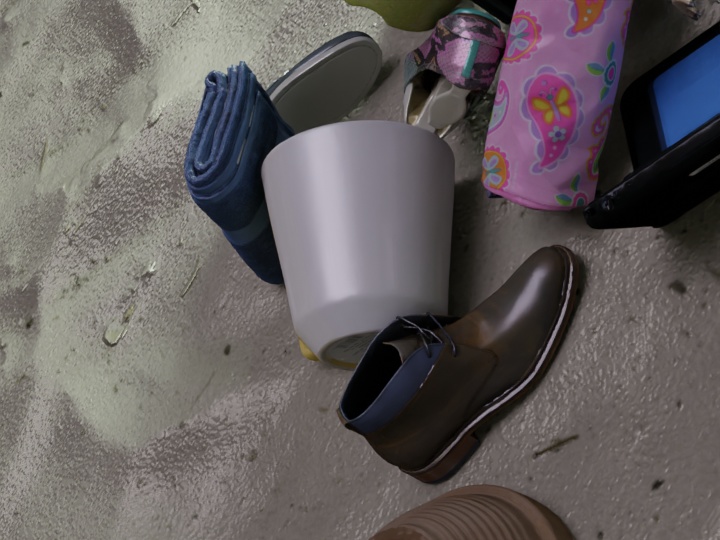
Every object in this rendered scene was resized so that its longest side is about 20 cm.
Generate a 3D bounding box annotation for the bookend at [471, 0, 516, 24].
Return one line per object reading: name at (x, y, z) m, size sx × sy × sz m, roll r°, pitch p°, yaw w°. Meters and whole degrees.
bookend at (0.182, -0.266, 1.462) m, size 0.198 × 0.092 × 0.201 m, roll 34°, pitch 95°, yaw 51°

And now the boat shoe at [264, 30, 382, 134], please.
boat shoe at (-0.061, -0.147, 1.678) m, size 0.200 × 0.072 × 0.062 m, roll -41°, pitch 46°, yaw 31°

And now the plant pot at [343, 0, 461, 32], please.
plant pot at (0.051, -0.280, 1.414) m, size 0.185 × 0.199 × 0.201 m, roll -54°, pitch 37°, yaw 30°

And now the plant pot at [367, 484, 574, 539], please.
plant pot at (0.047, 0.232, 1.313) m, size 0.200 × 0.092 × 0.202 m, roll -25°, pitch 52°, yaw 37°

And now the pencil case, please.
pencil case at (0.143, -0.139, 1.390) m, size 0.087 × 0.087 × 0.202 m, roll 25°, pitch 109°, yaw 52°

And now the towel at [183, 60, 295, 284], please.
towel at (-0.082, -0.072, 1.566) m, size 0.048 × 0.200 × 0.113 m, roll 7°, pitch 70°, yaw 18°

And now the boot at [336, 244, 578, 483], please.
boot at (0.069, 0.055, 1.390) m, size 0.201 × 0.097 × 0.075 m, roll -56°, pitch 39°, yaw 8°

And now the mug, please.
mug at (0.007, -0.003, 1.493) m, size 0.148 × 0.187 × 0.154 m, roll -9°, pitch 66°, yaw 8°

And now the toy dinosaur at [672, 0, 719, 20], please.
toy dinosaur at (0.242, -0.227, 1.338) m, size 0.200 × 0.058 × 0.101 m, roll 35°, pitch 79°, yaw 33°

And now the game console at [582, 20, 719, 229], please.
game console at (0.236, -0.125, 1.305) m, size 0.200 × 0.175 × 0.117 m, roll -36°, pitch 73°, yaw 29°

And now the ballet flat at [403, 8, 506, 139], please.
ballet flat at (0.064, -0.137, 1.472) m, size 0.200 × 0.069 × 0.072 m, roll 132°, pitch 158°, yaw -80°
